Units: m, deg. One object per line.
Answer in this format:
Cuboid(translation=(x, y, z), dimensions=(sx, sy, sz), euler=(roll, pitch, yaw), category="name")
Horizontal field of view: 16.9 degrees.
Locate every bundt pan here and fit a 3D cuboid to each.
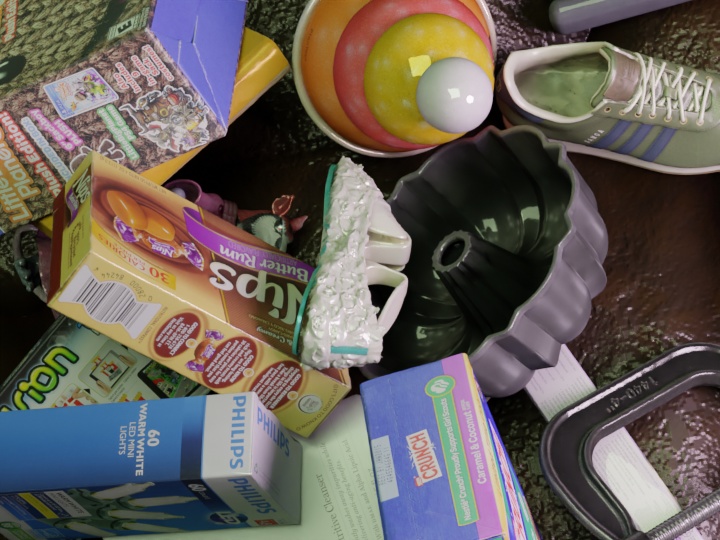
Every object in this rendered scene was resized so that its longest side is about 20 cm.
Cuboid(translation=(0.082, 0.006, 1.600), dimensions=(0.202, 0.076, 0.202), euler=(-29, 41, 29), category="bundt pan")

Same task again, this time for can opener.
Cuboid(translation=(0.222, -0.220, 1.678), dimensions=(0.200, 0.067, 0.053), euler=(-15, 67, 9), category="can opener")

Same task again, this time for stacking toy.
Cuboid(translation=(0.042, -0.125, 1.605), dimensions=(0.146, 0.146, 0.200), euler=(-37, 22, 0), category="stacking toy")

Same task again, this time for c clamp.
Cuboid(translation=(0.206, 0.135, 1.547), dimensions=(0.200, 0.027, 0.171), euler=(-33, 63, -26), category="c clamp")

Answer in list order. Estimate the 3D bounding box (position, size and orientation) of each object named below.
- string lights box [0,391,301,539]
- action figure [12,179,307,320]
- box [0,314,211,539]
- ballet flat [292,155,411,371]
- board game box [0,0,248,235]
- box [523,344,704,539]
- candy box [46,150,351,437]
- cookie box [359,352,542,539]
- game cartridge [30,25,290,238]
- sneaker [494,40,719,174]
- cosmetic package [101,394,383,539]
Cuboid(translation=(-0.147, 0.127, 1.551), dimensions=(0.200, 0.103, 0.059), euler=(-5, 65, 16), category="string lights box")
Cuboid(translation=(-0.129, 0.002, 1.697), dimensions=(0.200, 0.149, 0.134), euler=(-25, 109, -10), category="action figure")
Cuboid(translation=(-0.182, 0.090, 1.635), dimensions=(0.110, 0.035, 0.200), euler=(39, 106, -10), category="box")
Cuboid(translation=(0.000, 0.000, 1.577), dimensions=(0.072, 0.072, 0.200), euler=(-6, 36, 13), category="ballet flat")
Cuboid(translation=(-0.190, -0.135, 1.645), dimensions=(0.200, 0.097, 0.159), euler=(-23, 35, 21), category="board game box")
Cuboid(translation=(0.164, 0.124, 1.588), dimensions=(0.041, 0.039, 0.200), euler=(-35, 66, -1), category="box")
Cuboid(translation=(-0.103, 0.016, 1.561), dimensions=(0.056, 0.200, 0.117), euler=(-50, 25, 27), category="candy box")
Cuboid(translation=(0.071, 0.181, 1.475), dimensions=(0.075, 0.200, 0.171), euler=(-19, 36, 7), category="cookie box")
Cuboid(translation=(-0.166, -0.108, 1.703), dimensions=(0.200, 0.032, 0.176), euler=(-42, 33, -12), category="game cartridge")
Cuboid(translation=(0.185, -0.114, 1.638), dimensions=(0.200, 0.090, 0.067), euler=(6, 73, 17), category="sneaker")
Cuboid(translation=(-0.063, 0.177, 1.608), dimensions=(0.200, 0.081, 0.113), euler=(-25, 65, 5), category="cosmetic package")
